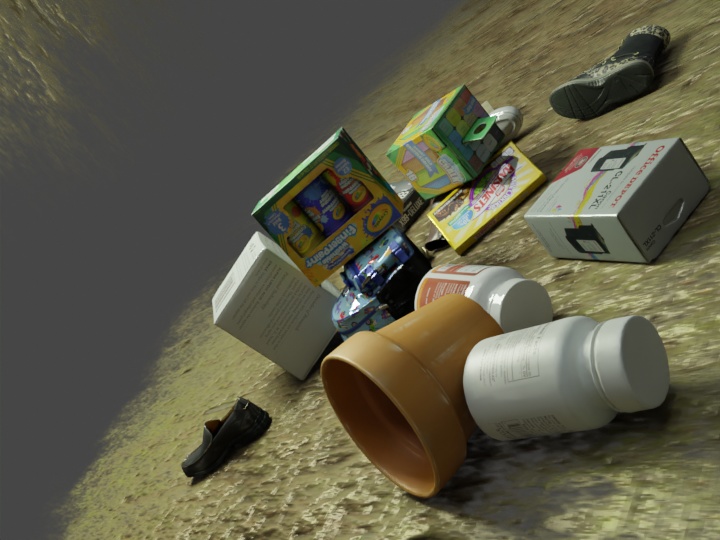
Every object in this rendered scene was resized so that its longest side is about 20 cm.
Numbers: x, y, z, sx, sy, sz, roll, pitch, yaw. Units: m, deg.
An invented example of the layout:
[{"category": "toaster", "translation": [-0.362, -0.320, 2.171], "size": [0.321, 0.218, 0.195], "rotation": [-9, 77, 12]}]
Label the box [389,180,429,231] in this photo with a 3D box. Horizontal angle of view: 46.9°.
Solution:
[{"category": "box", "translation": [0.058, -0.124, 1.795], "size": [0.158, 0.050, 0.199], "rotation": [-48, 19, -16]}]

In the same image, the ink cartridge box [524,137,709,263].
[{"category": "ink cartridge box", "translation": [0.338, -0.093, 1.110], "size": [0.146, 0.083, 0.199], "rotation": [-47, 19, -15]}]

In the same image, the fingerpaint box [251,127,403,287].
[{"category": "fingerpaint box", "translation": [-0.053, -0.102, 1.373], "size": [0.199, 0.167, 0.074], "rotation": [-37, 15, 18]}]

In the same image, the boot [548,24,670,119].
[{"category": "boot", "translation": [0.446, -0.352, 1.474], "size": [0.201, 0.074, 0.154], "rotation": [-13, 31, 48]}]

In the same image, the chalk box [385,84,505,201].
[{"category": "chalk box", "translation": [0.162, -0.231, 1.478], "size": [0.125, 0.124, 0.199], "rotation": [-52, 16, -29]}]

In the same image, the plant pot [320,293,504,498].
[{"category": "plant pot", "translation": [0.082, 0.132, 0.998], "size": [0.182, 0.203, 0.199], "rotation": [-37, 15, -25]}]

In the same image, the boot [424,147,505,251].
[{"category": "boot", "translation": [0.207, -0.124, 1.508], "size": [0.197, 0.072, 0.169], "rotation": [-21, 41, 40]}]

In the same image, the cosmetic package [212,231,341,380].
[{"category": "cosmetic package", "translation": [-0.151, 0.063, 1.537], "size": [0.167, 0.198, 0.165], "rotation": [-55, 18, 4]}]

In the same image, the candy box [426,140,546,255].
[{"category": "candy box", "translation": [0.218, -0.127, 1.444], "size": [0.199, 0.026, 0.103], "rotation": [-41, 53, 6]}]

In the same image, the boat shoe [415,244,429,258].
[{"category": "boat shoe", "translation": [0.058, -0.026, 1.578], "size": [0.199, 0.061, 0.075], "rotation": [-167, 79, -65]}]

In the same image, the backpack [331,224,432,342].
[{"category": "backpack", "translation": [0.026, 0.037, 1.387], "size": [0.199, 0.135, 0.183], "rotation": [-42, 18, 8]}]

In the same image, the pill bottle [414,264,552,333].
[{"category": "pill bottle", "translation": [0.163, 0.051, 1.108], "size": [0.112, 0.113, 0.199], "rotation": [-47, 20, -16]}]

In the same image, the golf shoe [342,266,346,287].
[{"category": "golf shoe", "translation": [0.000, 0.000, 1.560], "size": [0.092, 0.073, 0.205], "rotation": [119, 152, -61]}]

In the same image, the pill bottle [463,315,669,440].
[{"category": "pill bottle", "translation": [0.214, 0.111, 0.872], "size": [0.198, 0.115, 0.115], "rotation": [-21, 27, 47]}]

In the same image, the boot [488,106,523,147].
[{"category": "boot", "translation": [0.243, -0.242, 1.664], "size": [0.199, 0.073, 0.097], "rotation": [-36, 23, 45]}]

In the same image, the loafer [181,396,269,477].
[{"category": "loafer", "translation": [-0.255, 0.296, 1.489], "size": [0.199, 0.072, 0.073], "rotation": [-39, 20, 13]}]

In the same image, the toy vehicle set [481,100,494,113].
[{"category": "toy vehicle set", "translation": [0.207, -0.284, 1.797], "size": [0.199, 0.027, 0.124], "rotation": [-39, -6, 12]}]
